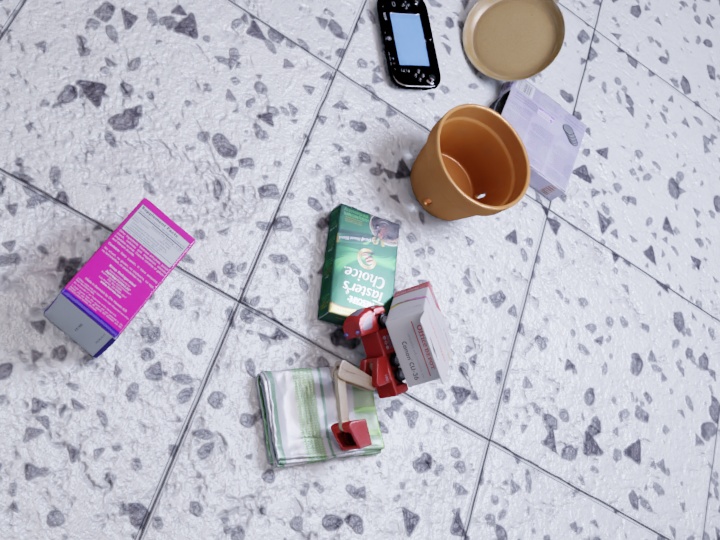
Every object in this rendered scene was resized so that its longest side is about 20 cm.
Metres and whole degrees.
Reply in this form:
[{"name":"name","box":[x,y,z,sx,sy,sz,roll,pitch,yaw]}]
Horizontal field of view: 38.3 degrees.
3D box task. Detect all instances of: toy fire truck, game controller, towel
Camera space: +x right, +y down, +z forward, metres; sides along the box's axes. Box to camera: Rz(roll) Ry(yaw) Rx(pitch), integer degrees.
[{"name":"toy fire truck","box":[0.002,0.164,1.611,0.141,0.049,0.200,-17,90,-40]},{"name":"game controller","box":[0.089,-0.430,1.947,0.104,0.042,0.200,0,71,-31]},{"name":"towel","box":[-0.059,0.221,1.608,0.200,0.031,0.150,-1,73,-32]}]

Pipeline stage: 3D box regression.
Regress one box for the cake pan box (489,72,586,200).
[{"name":"cake pan box","box":[0.337,-0.264,2.026,0.200,0.052,0.184,33,56,-17]}]

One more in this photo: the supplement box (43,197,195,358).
[{"name":"supplement box","box":[-0.341,0.009,1.477,0.103,0.101,0.200,42,55,-10]}]

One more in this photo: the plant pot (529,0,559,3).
[{"name":"plant pot","box":[0.313,-0.627,2.091,0.200,0.187,0.188,21,61,-8]}]

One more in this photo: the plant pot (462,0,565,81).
[{"name":"plant pot","box":[0.301,-0.461,2.031,0.200,0.027,0.201,-2,78,12]}]

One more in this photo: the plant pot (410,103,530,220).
[{"name":"plant pot","box":[0.182,-0.177,1.843,0.200,0.140,0.201,11,67,-27]}]

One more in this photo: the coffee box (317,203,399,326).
[{"name":"coffee box","box":[0.000,0.000,1.721,0.123,0.044,0.200,19,63,-25]}]

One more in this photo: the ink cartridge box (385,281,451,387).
[{"name":"ink cartridge box","box":[0.093,0.105,1.640,0.200,0.067,0.117,-64,135,-73]}]
